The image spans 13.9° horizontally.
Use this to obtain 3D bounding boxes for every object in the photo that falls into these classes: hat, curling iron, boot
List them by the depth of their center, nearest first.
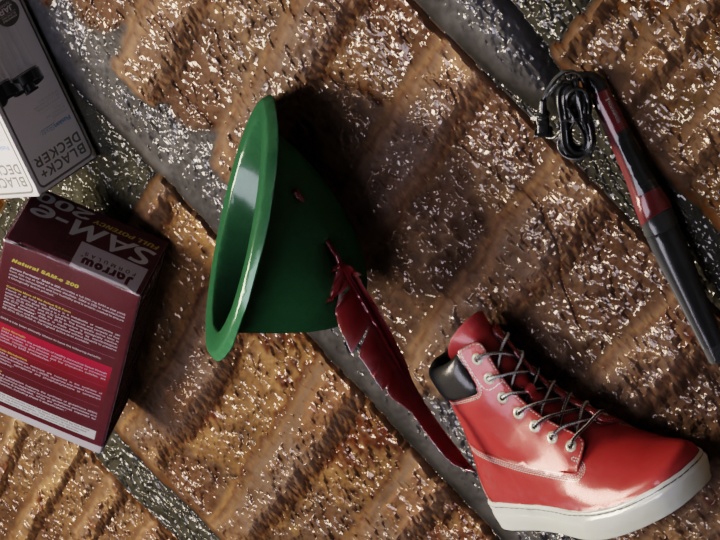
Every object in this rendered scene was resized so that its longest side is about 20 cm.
[{"bbox_3d":[0.163,-0.031,1.726,0.049,0.026,0.200,-29,104,17],"label":"curling iron"},{"bbox_3d":[0.123,0.090,1.847,0.200,0.072,0.145,-7,114,54],"label":"boot"},{"bbox_3d":[0.000,0.000,1.924,0.166,0.176,0.201,-123,45,-75],"label":"hat"}]

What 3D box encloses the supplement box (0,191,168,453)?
[{"bbox_3d":[-0.214,0.039,2.158,0.109,0.061,0.200,23,141,2],"label":"supplement box"}]

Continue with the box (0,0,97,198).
[{"bbox_3d":[-0.279,-0.150,2.094,0.116,0.060,0.200,0,120,49],"label":"box"}]
